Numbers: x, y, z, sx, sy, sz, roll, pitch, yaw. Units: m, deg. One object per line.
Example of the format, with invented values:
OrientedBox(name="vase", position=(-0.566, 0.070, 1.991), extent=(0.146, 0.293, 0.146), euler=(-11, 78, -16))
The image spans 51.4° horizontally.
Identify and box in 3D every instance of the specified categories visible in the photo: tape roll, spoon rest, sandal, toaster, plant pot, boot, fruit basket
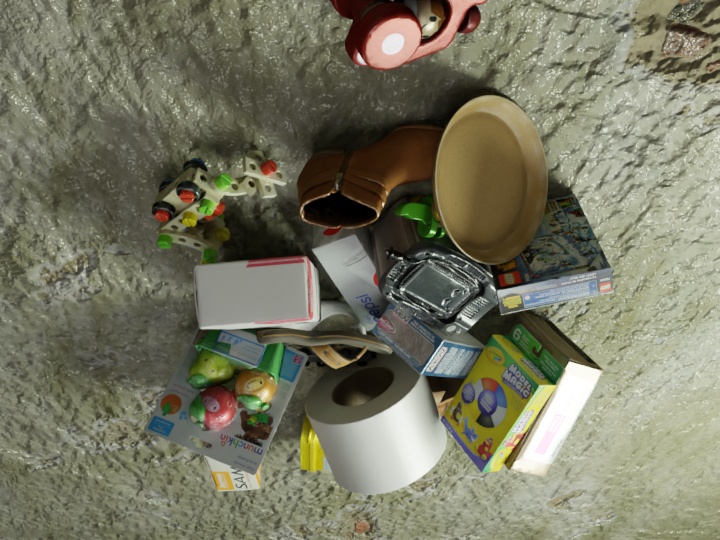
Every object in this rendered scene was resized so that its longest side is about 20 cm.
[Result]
OrientedBox(name="tape roll", position=(0.025, 0.240, 1.207), extent=(0.201, 0.203, 0.140), euler=(-16, 111, 12))
OrientedBox(name="spoon rest", position=(-0.086, 0.080, 1.173), extent=(0.198, 0.061, 0.100), euler=(-1, 138, 17))
OrientedBox(name="sandal", position=(-0.052, 0.113, 1.076), extent=(0.198, 0.055, 0.082), euler=(5, 174, -14))
OrientedBox(name="toaster", position=(0.091, -0.012, 1.015), extent=(0.199, 0.130, 0.114), euler=(27, 120, -30))
OrientedBox(name="plant pot", position=(0.154, -0.108, 0.907), extent=(0.200, 0.201, 0.027), euler=(34, 162, -33))
OrientedBox(name="boot", position=(0.023, -0.110, 0.881), extent=(0.198, 0.156, 0.077), euler=(-2, 118, 4))
OrientedBox(name="boot", position=(0.172, 0.245, 1.344), extent=(0.198, 0.077, 0.156), euler=(0, 142, -13))
OrientedBox(name="fruit basket", position=(-0.199, 0.178, 1.119), extent=(0.184, 0.201, 0.094), euler=(20, 148, 10))

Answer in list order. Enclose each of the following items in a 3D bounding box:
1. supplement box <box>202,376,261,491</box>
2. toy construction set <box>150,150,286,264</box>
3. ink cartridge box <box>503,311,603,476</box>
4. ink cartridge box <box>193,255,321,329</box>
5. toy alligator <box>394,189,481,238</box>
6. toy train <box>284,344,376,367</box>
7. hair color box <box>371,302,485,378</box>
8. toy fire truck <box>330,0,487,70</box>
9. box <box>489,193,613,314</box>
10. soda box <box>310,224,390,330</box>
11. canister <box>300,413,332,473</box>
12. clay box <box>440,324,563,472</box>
OrientedBox(name="supplement box", position=(-0.201, 0.237, 1.215), extent=(0.073, 0.201, 0.127), euler=(-4, 138, 0))
OrientedBox(name="toy construction set", position=(-0.189, -0.080, 0.957), extent=(0.131, 0.093, 0.200), euler=(31, 127, -31))
OrientedBox(name="ink cartridge box", position=(0.270, 0.192, 1.178), extent=(0.075, 0.165, 0.201), euler=(18, 107, -23))
OrientedBox(name="ink cartridge box", position=(-0.132, 0.034, 1.015), extent=(0.144, 0.086, 0.200), euler=(-5, 177, 1))
OrientedBox(name="toy alligator", position=(0.130, -0.079, 0.948), extent=(0.199, 0.059, 0.055), euler=(-18, 107, -29))
OrientedBox(name="toy train", position=(-0.073, 0.133, 1.228), extent=(0.198, 0.046, 0.034), euler=(0, 129, 0))
OrientedBox(name="hair color box", position=(0.107, 0.104, 1.104), extent=(0.061, 0.100, 0.200), euler=(-55, 152, 8))
OrientedBox(name="toy fire truck", position=(0.069, -0.291, 0.752), extent=(0.167, 0.113, 0.201), euler=(-5, 142, -27))
OrientedBox(name="box", position=(0.232, -0.026, 0.965), extent=(0.136, 0.200, 0.040), euler=(-11, 120, 10))
OrientedBox(name="soda box", position=(0.000, 0.000, 1.076), extent=(0.068, 0.064, 0.200), euler=(-18, 135, 14))
OrientedBox(name="canister", position=(-0.005, 0.325, 1.375), extent=(0.198, 0.087, 0.149), euler=(10, 139, 5))
OrientedBox(name="clay box", position=(0.209, 0.189, 1.122), extent=(0.047, 0.115, 0.201), euler=(5, 121, -39))
